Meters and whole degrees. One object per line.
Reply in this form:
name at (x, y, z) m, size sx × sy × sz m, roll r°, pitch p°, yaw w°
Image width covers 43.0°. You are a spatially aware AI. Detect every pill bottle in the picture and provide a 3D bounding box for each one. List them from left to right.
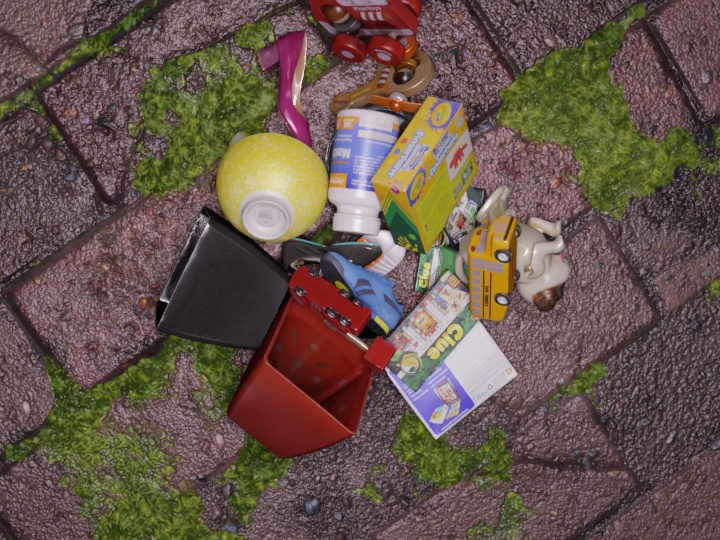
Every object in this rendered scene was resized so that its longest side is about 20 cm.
pill bottle at (0.002, -0.164, 1.556) m, size 0.110 × 0.112 × 0.204 m, roll 7°, pitch 90°, yaw -5°

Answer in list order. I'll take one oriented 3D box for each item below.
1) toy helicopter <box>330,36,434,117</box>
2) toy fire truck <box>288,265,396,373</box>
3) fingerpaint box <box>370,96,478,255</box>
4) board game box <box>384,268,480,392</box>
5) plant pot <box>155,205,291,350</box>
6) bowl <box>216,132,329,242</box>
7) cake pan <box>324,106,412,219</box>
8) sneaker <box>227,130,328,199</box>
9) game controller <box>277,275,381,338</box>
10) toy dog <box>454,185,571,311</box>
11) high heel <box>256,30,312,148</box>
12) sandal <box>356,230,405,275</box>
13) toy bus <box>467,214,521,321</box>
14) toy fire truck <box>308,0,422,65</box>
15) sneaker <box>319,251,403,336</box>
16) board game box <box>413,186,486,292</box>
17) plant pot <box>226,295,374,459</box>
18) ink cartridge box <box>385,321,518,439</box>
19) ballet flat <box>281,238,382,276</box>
toy helicopter at (0.039, -0.312, 1.595) m, size 0.198 × 0.079 × 0.134 m, roll -23°, pitch 55°, yaw 16°
toy fire truck at (-0.031, 0.084, 1.549) m, size 0.198 × 0.142 × 0.049 m, roll 32°, pitch 69°, yaw 13°
fingerpaint box at (0.112, -0.161, 1.547) m, size 0.073 × 0.168 × 0.201 m, roll 18°, pitch 62°, yaw 30°
board game box at (0.126, 0.107, 1.629) m, size 0.105 × 0.023 × 0.201 m, roll 41°, pitch 91°, yaw -11°
plant pot at (-0.230, 0.028, 1.568) m, size 0.176 × 0.199 × 0.202 m, roll 27°, pitch 93°, yaw -15°
bowl at (-0.153, -0.117, 1.534) m, size 0.196 × 0.109 × 0.202 m, roll 2°, pitch 130°, yaw 2°
cake pan at (0.035, -0.193, 1.638) m, size 0.196 × 0.037 × 0.204 m, roll 0°, pitch 95°, yaw -5°
sneaker at (-0.157, -0.156, 1.620) m, size 0.199 × 0.076 × 0.106 m, roll 34°, pitch 110°, yaw -7°
game controller at (-0.049, 0.064, 1.623) m, size 0.196 × 0.042 × 0.106 m, roll 4°, pitch 115°, yaw 5°
toy dog at (0.284, -0.014, 1.615) m, size 0.199 × 0.140 × 0.195 m, roll 35°, pitch 105°, yaw -16°
high heel at (-0.104, -0.315, 1.598) m, size 0.095 × 0.067 × 0.203 m, roll -23°, pitch 93°, yaw 9°
sandal at (-0.006, -0.006, 1.645) m, size 0.206 × 0.059 × 0.079 m, roll -39°, pitch 98°, yaw 22°
toy bus at (0.222, -0.004, 1.522) m, size 0.077 × 0.202 × 0.066 m, roll 13°, pitch 51°, yaw 19°
toy fire truck at (-0.002, -0.435, 1.524) m, size 0.198 × 0.167 × 0.114 m, roll 14°, pitch 78°, yaw 37°
sneaker at (0.005, 0.023, 1.541) m, size 0.079 × 0.066 × 0.200 m, roll -52°, pitch 125°, yaw -17°
board game box at (0.162, -0.055, 1.667) m, size 0.103 × 0.023 × 0.204 m, roll 9°, pitch 94°, yaw -8°
plant pot at (-0.116, 0.201, 1.574) m, size 0.200 × 0.201 × 0.176 m, roll 41°, pitch 121°, yaw -13°
ink cartridge box at (0.155, 0.169, 1.676) m, size 0.197 × 0.043 × 0.201 m, roll -37°, pitch 98°, yaw 0°
ballet flat at (-0.051, -0.016, 1.586) m, size 0.197 × 0.068 × 0.070 m, roll 4°, pitch 79°, yaw 32°
